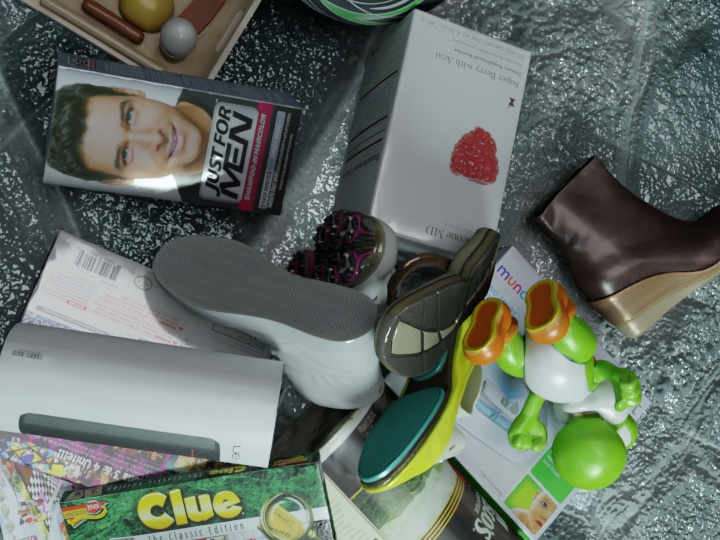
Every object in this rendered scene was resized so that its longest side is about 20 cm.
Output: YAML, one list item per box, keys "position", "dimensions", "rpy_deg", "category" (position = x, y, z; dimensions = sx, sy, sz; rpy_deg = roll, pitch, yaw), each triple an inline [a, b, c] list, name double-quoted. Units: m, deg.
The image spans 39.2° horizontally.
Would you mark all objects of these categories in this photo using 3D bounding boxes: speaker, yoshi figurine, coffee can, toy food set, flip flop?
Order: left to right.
- position: [-0.190, -0.260, 0.880]
  dimensions: [0.200, 0.060, 0.144]
  rpy_deg: [31, 75, -14]
  category: "toy food set"
- position: [-0.156, 0.090, 0.736]
  dimensions: [0.200, 0.081, 0.081]
  rpy_deg: [9, 80, -5]
  category: "speaker"
- position: [0.021, 0.208, 0.850]
  dimensions: [0.146, 0.146, 0.200]
  rpy_deg: [-45, 98, -18]
  category: "coffee can"
- position: [0.054, 0.015, 0.774]
  dimensions: [0.058, 0.081, 0.200]
  rpy_deg: [23, 33, 17]
  category: "flip flop"
- position: [0.168, 0.107, 0.816]
  dimensions: [0.112, 0.112, 0.200]
  rpy_deg: [-46, 124, -5]
  category: "yoshi figurine"

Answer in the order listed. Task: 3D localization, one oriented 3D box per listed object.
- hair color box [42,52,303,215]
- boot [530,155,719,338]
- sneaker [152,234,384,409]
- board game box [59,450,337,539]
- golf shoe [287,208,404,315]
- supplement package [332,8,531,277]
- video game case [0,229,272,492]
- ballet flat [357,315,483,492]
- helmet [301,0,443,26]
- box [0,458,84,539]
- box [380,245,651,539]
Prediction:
- position: [-0.158, -0.113, 0.853]
  dimensions: [0.200, 0.061, 0.099]
  rpy_deg: [7, 110, -18]
  category: "hair color box"
- position: [0.284, -0.050, 1.011]
  dimensions: [0.200, 0.072, 0.166]
  rpy_deg: [-40, 99, -15]
  category: "boot"
- position: [-0.072, 0.048, 0.797]
  dimensions: [0.200, 0.116, 0.074]
  rpy_deg: [22, 56, 26]
  category: "sneaker"
- position: [-0.119, 0.203, 0.770]
  dimensions: [0.200, 0.023, 0.105]
  rpy_deg: [-10, 102, 4]
  category: "board game box"
- position: [0.000, 0.000, 0.840]
  dimensions: [0.092, 0.200, 0.073]
  rpy_deg: [8, 75, -16]
  category: "golf shoe"
- position: [0.060, -0.108, 0.916]
  dimensions: [0.121, 0.120, 0.200]
  rpy_deg: [15, 79, -18]
  category: "supplement package"
- position: [-0.184, 0.089, 0.811]
  dimensions: [0.200, 0.036, 0.181]
  rpy_deg: [23, 74, -15]
  category: "video game case"
- position: [0.060, 0.106, 0.795]
  dimensions: [0.067, 0.067, 0.200]
  rpy_deg: [49, 42, -23]
  category: "ballet flat"
- position: [0.010, -0.309, 0.886]
  dimensions: [0.191, 0.200, 0.200]
  rpy_deg: [-24, 92, 19]
  category: "helmet"
- position: [-0.227, 0.172, 0.825]
  dimensions: [0.137, 0.039, 0.200]
  rpy_deg: [-12, 87, -20]
  category: "box"
- position: [0.130, 0.111, 0.928]
  dimensions: [0.176, 0.097, 0.200]
  rpy_deg: [-44, 97, -16]
  category: "box"
